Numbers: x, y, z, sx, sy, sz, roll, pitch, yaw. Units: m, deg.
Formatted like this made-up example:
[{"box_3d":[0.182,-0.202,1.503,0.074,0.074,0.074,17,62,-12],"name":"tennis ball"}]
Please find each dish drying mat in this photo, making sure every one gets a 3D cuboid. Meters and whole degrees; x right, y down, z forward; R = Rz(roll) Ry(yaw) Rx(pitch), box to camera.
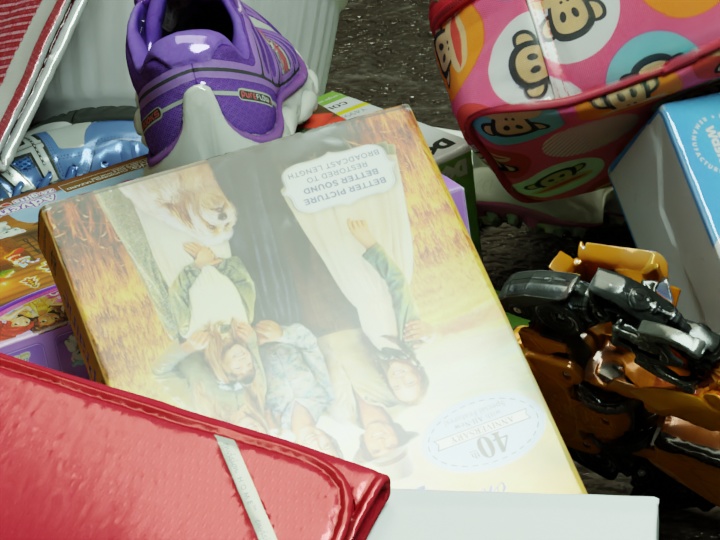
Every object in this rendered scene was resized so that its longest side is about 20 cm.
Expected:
[{"box_3d":[-0.095,0.066,0.788,0.199,0.018,0.077,16,55,20],"name":"dish drying mat"}]

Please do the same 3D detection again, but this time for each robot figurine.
[{"box_3d":[0.142,0.050,0.883,0.199,0.145,0.058,19,62,25],"name":"robot figurine"}]

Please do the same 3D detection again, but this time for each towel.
[{"box_3d":[-0.212,-0.113,1.209,0.200,0.144,0.023,4,-24,45],"name":"towel"}]

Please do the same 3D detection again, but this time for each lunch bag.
[{"box_3d":[0.140,-0.094,1.030,0.199,0.082,0.176,-19,-18,11],"name":"lunch bag"}]

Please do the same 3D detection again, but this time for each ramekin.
[{"box_3d":[-0.107,-0.115,1.298,0.202,0.095,0.202,1,-4,0],"name":"ramekin"}]

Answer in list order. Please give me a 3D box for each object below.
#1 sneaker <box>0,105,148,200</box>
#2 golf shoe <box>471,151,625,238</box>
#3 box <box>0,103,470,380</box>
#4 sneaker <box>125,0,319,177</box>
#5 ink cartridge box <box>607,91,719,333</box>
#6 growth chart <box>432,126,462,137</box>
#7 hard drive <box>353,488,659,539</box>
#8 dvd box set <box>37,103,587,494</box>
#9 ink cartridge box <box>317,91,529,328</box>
[{"box_3d":[-0.165,-0.029,1.207,0.199,0.076,0.077,-9,26,9],"name":"sneaker"},{"box_3d":[0.107,-0.066,1.195,0.075,0.092,0.200,6,6,19],"name":"golf shoe"},{"box_3d":[-0.074,-0.007,0.973,0.199,0.039,0.137,-20,26,-21],"name":"box"},{"box_3d":[-0.058,-0.089,0.994,0.080,0.084,0.200,-12,18,-3],"name":"sneaker"},{"box_3d":[0.217,-0.024,1.004,0.199,0.116,0.068,-13,-18,-20],"name":"ink cartridge box"},{"box_3d":[0.007,-0.038,1.265,0.144,0.018,0.200,7,25,21],"name":"growth chart"},{"box_3d":[-0.010,0.126,0.757,0.199,0.027,0.132,1,52,9],"name":"hard drive"},{"box_3d":[-0.014,0.046,0.855,0.146,0.029,0.200,-16,64,-14],"name":"dvd box set"},{"box_3d":[0.000,0.000,1.071,0.148,0.076,0.200,-25,31,-32],"name":"ink cartridge box"}]
